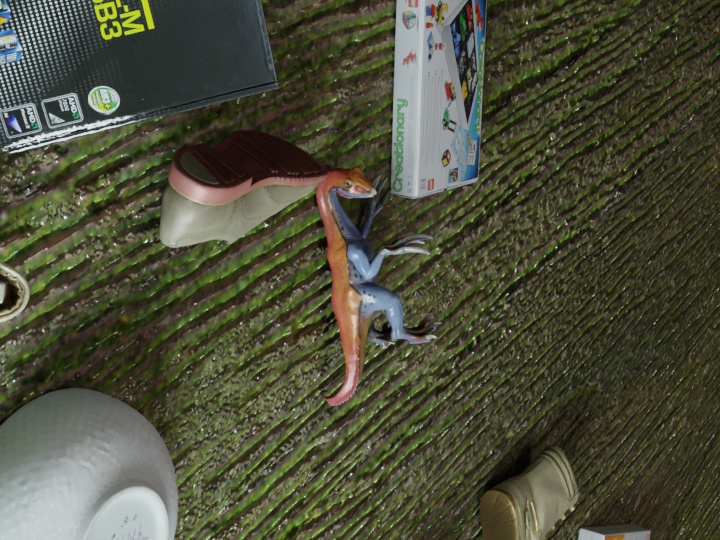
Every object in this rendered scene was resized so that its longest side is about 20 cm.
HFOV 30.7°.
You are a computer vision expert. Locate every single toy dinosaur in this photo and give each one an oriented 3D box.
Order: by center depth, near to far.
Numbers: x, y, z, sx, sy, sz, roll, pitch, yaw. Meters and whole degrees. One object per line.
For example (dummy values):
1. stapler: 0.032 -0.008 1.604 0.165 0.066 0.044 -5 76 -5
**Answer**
1. toy dinosaur: 0.000 0.000 1.221 0.201 0.104 0.182 -51 119 -17

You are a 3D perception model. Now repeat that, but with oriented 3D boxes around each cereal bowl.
1. cereal bowl: -0.202 0.193 0.966 0.199 0.082 0.204 -20 115 -52

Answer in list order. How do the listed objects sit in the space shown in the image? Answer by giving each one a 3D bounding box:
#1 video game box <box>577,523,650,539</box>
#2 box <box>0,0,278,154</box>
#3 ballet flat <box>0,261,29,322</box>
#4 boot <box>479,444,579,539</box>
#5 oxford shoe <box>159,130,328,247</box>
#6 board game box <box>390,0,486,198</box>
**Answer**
1. video game box: 0.362 0.471 1.940 0.199 0.046 0.185 13 86 -57
2. box: -0.164 -0.193 0.841 0.048 0.190 0.203 -109 -172 -60
3. ballet flat: -0.285 -0.001 0.801 0.199 0.062 0.069 8 92 -57
4. boot: 0.216 0.336 1.653 0.155 0.072 0.203 -28 117 -47
5. oxford shoe: -0.100 -0.065 1.082 0.199 0.070 0.075 -15 138 -56
6. board game box: 0.080 -0.183 1.330 0.126 0.034 0.203 -17 113 -53
